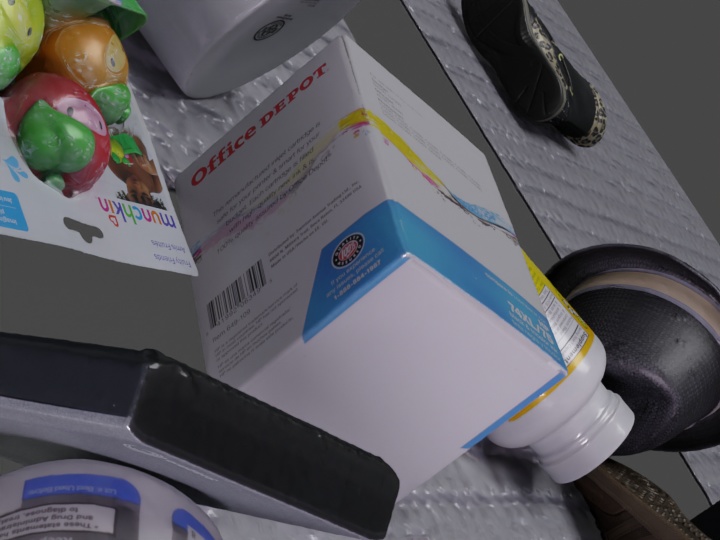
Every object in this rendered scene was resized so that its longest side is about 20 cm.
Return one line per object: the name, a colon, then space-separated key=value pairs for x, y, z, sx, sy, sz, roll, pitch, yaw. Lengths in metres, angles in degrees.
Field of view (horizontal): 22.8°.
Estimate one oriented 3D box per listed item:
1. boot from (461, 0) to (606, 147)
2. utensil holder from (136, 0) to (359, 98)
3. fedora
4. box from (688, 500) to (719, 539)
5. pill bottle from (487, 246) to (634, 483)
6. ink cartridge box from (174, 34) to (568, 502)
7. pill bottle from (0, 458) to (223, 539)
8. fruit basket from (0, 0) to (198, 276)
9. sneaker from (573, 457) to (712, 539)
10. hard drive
boot: x=0.191 y=-0.231 z=1.956 sx=0.154 sy=0.073 sz=0.204 roll=24 pitch=38 yaw=-57
utensil holder: x=-0.107 y=-0.240 z=1.194 sx=0.201 sy=0.170 sz=0.170 roll=57 pitch=21 yaw=7
fedora: x=0.192 y=0.077 z=1.323 sx=0.201 sy=0.200 sz=0.092 roll=52 pitch=48 yaw=0
box: x=0.338 y=0.281 z=1.399 sx=0.200 sy=0.079 sz=0.141 roll=35 pitch=23 yaw=-38
pill bottle: x=0.097 y=0.049 z=1.227 sx=0.200 sy=0.104 sz=0.104 roll=49 pitch=20 yaw=-9
ink cartridge box: x=0.000 y=0.000 z=1.037 sx=0.146 sy=0.147 sz=0.201 roll=35 pitch=26 yaw=-36
pill bottle: x=-0.098 y=0.167 z=0.590 sx=0.114 sy=0.114 sz=0.200 roll=41 pitch=23 yaw=-26
fruit basket: x=-0.162 y=-0.099 z=0.937 sx=0.185 sy=0.094 sz=0.201 roll=15 pitch=44 yaw=-59
sneaker: x=0.200 y=0.201 z=1.263 sx=0.070 sy=0.076 sz=0.200 roll=22 pitch=13 yaw=-36
hard drive: x=-0.101 y=0.058 z=0.687 sx=0.139 sy=0.199 sz=0.033 roll=31 pitch=70 yaw=-45
